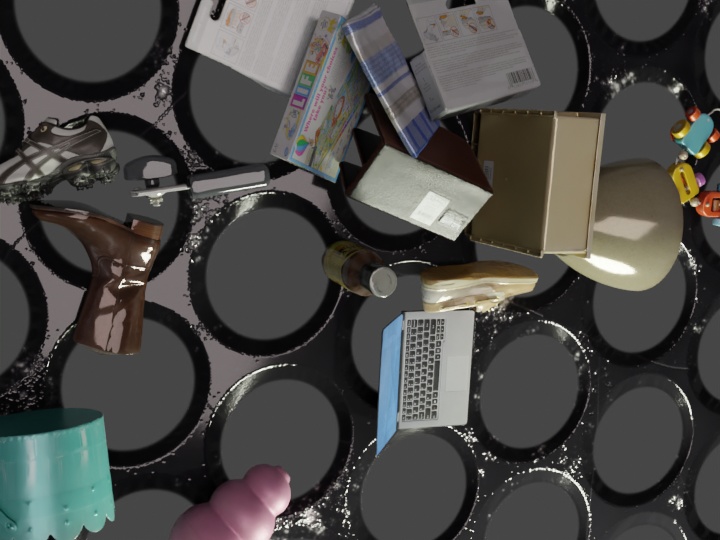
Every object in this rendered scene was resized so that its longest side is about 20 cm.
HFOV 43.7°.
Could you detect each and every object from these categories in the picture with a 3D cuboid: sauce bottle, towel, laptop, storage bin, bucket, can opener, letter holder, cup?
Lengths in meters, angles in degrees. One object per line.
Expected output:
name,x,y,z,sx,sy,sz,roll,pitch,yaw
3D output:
sauce bottle,0.000,0.000,1.254,0.063,0.200,0.066,-3,100,-20
towel,0.045,-0.262,1.224,0.024,0.147,0.202,-24,103,25
laptop,0.101,0.166,1.363,0.196,0.116,0.192,0,101,-18
storage bin,0.246,-0.132,1.316,0.092,0.198,0.205,-2,101,-30
bucket,-0.419,0.263,1.163,0.203,0.207,0.138,-4,92,-18
can opener,-0.223,-0.128,1.233,0.196,0.053,0.068,-7,101,-18
letter holder,0.073,-0.154,1.307,0.197,0.144,0.101,20,125,-30
cup,0.363,-0.072,1.356,0.140,0.200,0.205,1,100,-23

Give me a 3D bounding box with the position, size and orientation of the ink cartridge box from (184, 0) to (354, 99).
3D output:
ink cartridge box,-0.124,-0.339,1.235,0.197,0.047,0.163,21,93,-18

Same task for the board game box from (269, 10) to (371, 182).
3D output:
board game box,-0.043,-0.236,1.243,0.134,0.034,0.203,17,95,-62

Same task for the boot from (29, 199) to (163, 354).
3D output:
boot,-0.369,0.017,1.208,0.183,0.064,0.204,12,100,-22

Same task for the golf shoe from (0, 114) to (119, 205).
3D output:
golf shoe,-0.417,-0.144,1.163,0.196,0.078,0.096,-14,87,-17

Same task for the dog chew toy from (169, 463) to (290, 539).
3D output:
dog chew toy,-0.182,0.364,1.305,0.200,0.124,0.125,-43,110,-15

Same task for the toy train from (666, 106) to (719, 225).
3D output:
toy train,0.566,-0.175,1.493,0.147,0.056,0.204,-6,105,-19

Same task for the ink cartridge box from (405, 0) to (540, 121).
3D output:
ink cartridge box,0.155,-0.323,1.301,0.198,0.043,0.177,-20,87,-33

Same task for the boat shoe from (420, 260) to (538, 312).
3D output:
boat shoe,0.182,0.030,1.395,0.196,0.074,0.071,-3,113,-17
